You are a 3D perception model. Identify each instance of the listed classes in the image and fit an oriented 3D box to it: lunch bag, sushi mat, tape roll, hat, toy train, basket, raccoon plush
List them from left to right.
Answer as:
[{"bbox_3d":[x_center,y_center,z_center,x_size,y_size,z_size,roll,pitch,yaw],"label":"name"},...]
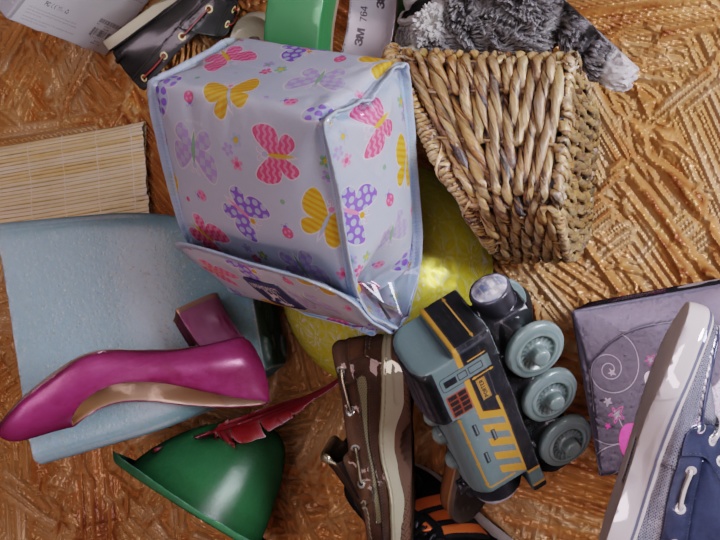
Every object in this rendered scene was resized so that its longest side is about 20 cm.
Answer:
[{"bbox_3d":[-0.298,-0.088,1.066,0.197,0.012,0.097,-7,89,19],"label":"sushi mat"},{"bbox_3d":[-0.097,0.139,0.948,0.198,0.166,0.178,24,78,28],"label":"hat"},{"bbox_3d":[-0.049,-0.049,0.767,0.168,0.127,0.202,17,131,31],"label":"lunch bag"},{"bbox_3d":[-0.015,-0.203,0.866,0.047,0.200,0.204,12,94,18],"label":"tape roll"},{"bbox_3d":[0.102,-0.080,0.823,0.147,0.200,0.145,5,87,17],"label":"basket"},{"bbox_3d":[0.100,0.094,0.798,0.113,0.201,0.085,-29,38,-5],"label":"toy train"},{"bbox_3d":[0.109,-0.179,0.864,0.134,0.096,0.201,-49,58,19],"label":"raccoon plush"}]

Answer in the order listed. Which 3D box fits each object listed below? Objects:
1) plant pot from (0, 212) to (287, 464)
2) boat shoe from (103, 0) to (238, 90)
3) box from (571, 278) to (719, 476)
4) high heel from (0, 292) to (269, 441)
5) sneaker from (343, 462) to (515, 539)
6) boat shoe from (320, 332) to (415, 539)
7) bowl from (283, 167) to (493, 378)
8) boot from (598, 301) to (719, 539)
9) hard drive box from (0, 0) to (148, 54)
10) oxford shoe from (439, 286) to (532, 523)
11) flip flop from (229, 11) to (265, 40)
[{"bbox_3d":[-0.174,0.043,0.937,0.197,0.196,0.199,-11,87,5],"label":"plant pot"},{"bbox_3d":[-0.144,-0.247,0.986,0.200,0.074,0.063,-35,106,10],"label":"boat shoe"},{"bbox_3d":[0.273,0.075,0.810,0.197,0.115,0.134,-11,87,20],"label":"box"},{"bbox_3d":[-0.169,0.101,0.806,0.198,0.068,0.097,-29,79,-12],"label":"high heel"},{"bbox_3d":[0.064,0.228,0.898,0.199,0.090,0.071,33,101,16],"label":"sneaker"},{"bbox_3d":[0.006,0.147,0.842,0.073,0.075,0.206,0,101,6],"label":"boat shoe"},{"bbox_3d":[0.000,0.000,0.885,0.198,0.107,0.204,-6,79,33],"label":"bowl"},{"bbox_3d":[0.235,0.127,0.737,0.089,0.073,0.203,17,108,10],"label":"boot"},{"bbox_3d":[-0.236,-0.311,0.968,0.200,0.156,0.077,-46,76,13],"label":"hard drive box"},{"bbox_3d":[0.093,0.111,0.904,0.070,0.071,0.203,7,81,38],"label":"oxford shoe"},{"bbox_3d":[-0.109,-0.138,0.974,0.080,0.057,0.204,9,93,19],"label":"flip flop"}]
